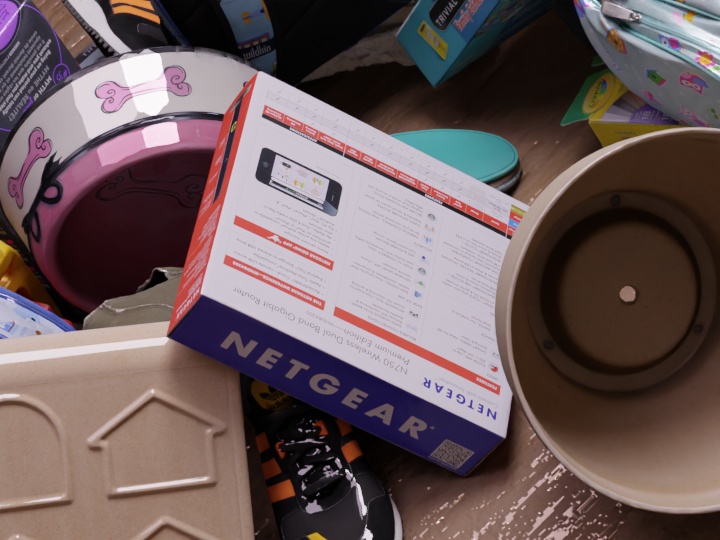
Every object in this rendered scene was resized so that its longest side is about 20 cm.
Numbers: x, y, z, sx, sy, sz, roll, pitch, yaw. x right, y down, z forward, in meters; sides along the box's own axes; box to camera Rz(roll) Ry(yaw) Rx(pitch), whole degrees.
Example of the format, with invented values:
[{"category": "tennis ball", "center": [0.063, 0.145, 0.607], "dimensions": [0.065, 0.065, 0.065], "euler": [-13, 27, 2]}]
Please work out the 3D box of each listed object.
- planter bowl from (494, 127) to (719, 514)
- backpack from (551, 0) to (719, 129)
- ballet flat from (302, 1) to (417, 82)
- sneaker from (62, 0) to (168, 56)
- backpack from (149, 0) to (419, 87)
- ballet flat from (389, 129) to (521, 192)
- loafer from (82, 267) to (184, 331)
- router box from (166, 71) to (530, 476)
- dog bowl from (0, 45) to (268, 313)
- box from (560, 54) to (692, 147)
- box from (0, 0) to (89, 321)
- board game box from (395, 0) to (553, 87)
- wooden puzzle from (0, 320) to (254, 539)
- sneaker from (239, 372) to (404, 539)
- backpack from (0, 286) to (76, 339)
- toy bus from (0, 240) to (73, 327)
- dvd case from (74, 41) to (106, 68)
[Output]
[{"category": "planter bowl", "center": [0.160, 0.019, 1.341], "dimensions": [0.200, 0.200, 0.135], "euler": [-37, 12, -4]}, {"category": "backpack", "center": [0.211, -0.145, 1.429], "dimensions": [0.200, 0.167, 0.127], "euler": [29, 91, 43]}, {"category": "ballet flat", "center": [-0.008, -0.175, 1.718], "dimensions": [0.199, 0.072, 0.072], "euler": [-5, 47, 22]}, {"category": "sneaker", "center": [-0.145, -0.180, 1.788], "dimensions": [0.090, 0.070, 0.200], "euler": [-41, 37, -3]}, {"category": "backpack", "center": [-0.069, -0.222, 1.607], "dimensions": [0.182, 0.200, 0.135], "euler": [-37, 50, 1]}, {"category": "ballet flat", "center": [0.007, -0.045, 1.571], "dimensions": [0.199, 0.074, 0.074], "euler": [-6, 31, -26]}, {"category": "loafer", "center": [-0.102, 0.020, 1.527], "dimensions": [0.070, 0.200, 0.075], "euler": [32, 113, 15]}, {"category": "router box", "center": [0.000, 0.000, 1.451], "dimensions": [0.049, 0.200, 0.180], "euler": [-48, 22, 45]}, {"category": "dog bowl", "center": [-0.129, -0.047, 1.597], "dimensions": [0.200, 0.200, 0.074], "euler": [-27, 52, 9]}, {"category": "box", "center": [0.229, -0.117, 1.526], "dimensions": [0.199, 0.048, 0.118], "euler": [7, 55, 37]}, {"category": "box", "center": [-0.240, -0.078, 1.691], "dimensions": [0.106, 0.200, 0.122], "euler": [9, 55, 41]}, {"category": "board game box", "center": [0.117, -0.210, 1.576], "dimensions": [0.151, 0.047, 0.200], "euler": [-35, -7, -25]}, {"category": "wooden puzzle", "center": [-0.155, 0.135, 1.406], "dimensions": [0.185, 0.201, 0.046], "euler": [-6, -1, -14]}, {"category": "sneaker", "center": [-0.036, 0.101, 1.451], "dimensions": [0.070, 0.090, 0.200], "euler": [-29, 39, 7]}, {"category": "backpack", "center": [-0.235, 0.107, 1.487], "dimensions": [0.191, 0.200, 0.154], "euler": [-50, 15, 23]}, {"category": "toy bus", "center": [-0.265, 0.030, 1.609], "dimensions": [0.192, 0.200, 0.136], "euler": [13, 58, 33]}, {"category": "dvd case", "center": [-0.114, -0.163, 1.833], "dimensions": [0.146, 0.022, 0.200], "euler": [-43, 39, -11]}]
